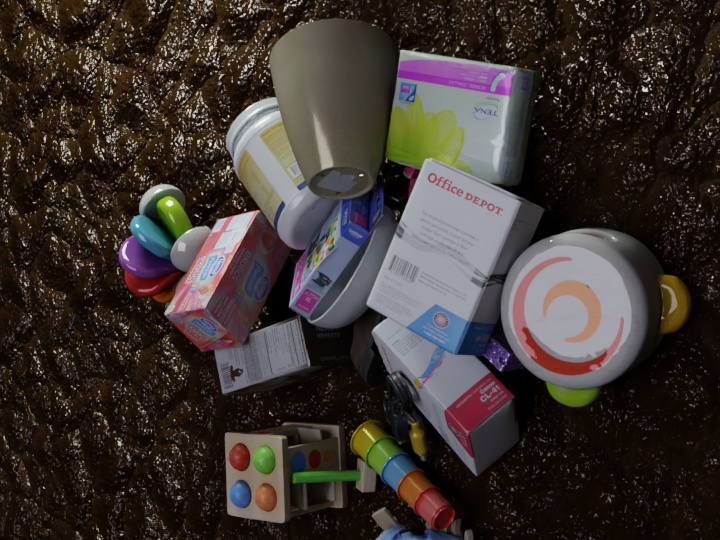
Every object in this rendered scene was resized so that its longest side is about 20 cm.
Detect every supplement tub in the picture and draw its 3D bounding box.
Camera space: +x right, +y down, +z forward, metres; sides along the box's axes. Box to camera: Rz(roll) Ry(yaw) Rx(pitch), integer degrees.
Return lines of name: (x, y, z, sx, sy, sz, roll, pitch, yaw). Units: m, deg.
supplement tub: (-0.102, -0.148, 1.624, 0.145, 0.143, 0.201, -52, 59, 29)

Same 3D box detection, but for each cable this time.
cable: (0.061, 0.180, 1.482, 0.201, 0.050, 0.098, 84, 163, -52)

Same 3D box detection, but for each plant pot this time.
plant pot: (-0.032, -0.207, 1.499, 0.186, 0.186, 0.203, -24, 58, 39)

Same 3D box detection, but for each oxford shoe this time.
oxford shoe: (0.031, 0.059, 1.560, 0.084, 0.072, 0.202, 42, 114, 43)

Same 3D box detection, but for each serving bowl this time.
serving bowl: (0.000, 0.000, 1.544, 0.201, 0.065, 0.201, -55, 15, 22)

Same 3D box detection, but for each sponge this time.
sponge: (0.154, 0.056, 1.422, 0.200, 0.111, 0.030, 43, 118, 32)

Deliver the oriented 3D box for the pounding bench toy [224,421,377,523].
pounding bench toy: (-0.091, 0.301, 1.614, 0.198, 0.155, 0.126, -3, 88, 41)

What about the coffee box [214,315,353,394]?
coffee box: (-0.115, 0.129, 1.661, 0.199, 0.114, 0.081, -21, 77, 39)

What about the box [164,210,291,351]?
box: (-0.202, 0.015, 1.680, 0.102, 0.095, 0.201, -11, 43, 40)

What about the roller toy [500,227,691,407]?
roller toy: (0.274, 0.040, 1.298, 0.200, 0.139, 0.183, -47, 72, 27)

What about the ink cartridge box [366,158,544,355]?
ink cartridge box: (0.116, -0.016, 1.334, 0.146, 0.086, 0.202, 28, 99, 32)

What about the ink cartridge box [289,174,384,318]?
ink cartridge box: (-0.033, -0.041, 1.532, 0.200, 0.042, 0.120, -51, 18, 28)

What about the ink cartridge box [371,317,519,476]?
ink cartridge box: (0.115, 0.151, 1.429, 0.085, 0.148, 0.200, -36, 59, -9)

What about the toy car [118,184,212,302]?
toy car: (-0.328, -0.028, 1.797, 0.175, 0.149, 0.201, 49, 152, 32)

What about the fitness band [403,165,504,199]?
fitness band: (0.134, -0.137, 1.486, 0.144, 0.037, 0.201, 46, 120, 31)

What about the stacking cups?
stacking cups: (0.064, 0.286, 1.519, 0.200, 0.060, 0.061, 37, 115, 45)

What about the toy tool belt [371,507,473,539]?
toy tool belt: (0.099, 0.390, 1.472, 0.198, 0.124, 0.125, -4, 96, 41)

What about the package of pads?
package of pads: (0.129, -0.198, 1.422, 0.198, 0.068, 0.157, 17, 103, 38)
